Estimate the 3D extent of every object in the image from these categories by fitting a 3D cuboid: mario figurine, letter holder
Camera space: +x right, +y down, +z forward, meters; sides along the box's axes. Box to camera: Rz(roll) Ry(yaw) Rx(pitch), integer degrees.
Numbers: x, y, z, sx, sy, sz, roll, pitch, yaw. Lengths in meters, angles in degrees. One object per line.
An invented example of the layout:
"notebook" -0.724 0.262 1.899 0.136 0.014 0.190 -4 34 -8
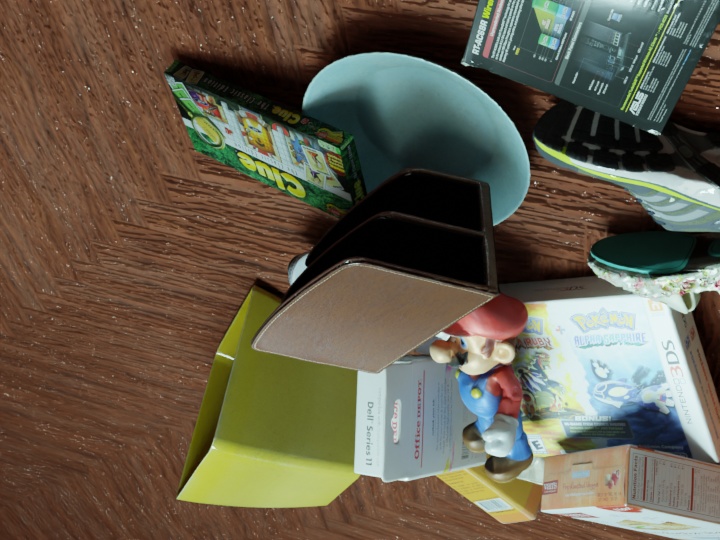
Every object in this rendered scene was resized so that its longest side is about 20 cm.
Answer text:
"mario figurine" 0.099 0.100 1.002 0.123 0.106 0.201 9 126 35
"letter holder" 0.000 0.000 0.908 0.141 0.101 0.200 11 152 -26

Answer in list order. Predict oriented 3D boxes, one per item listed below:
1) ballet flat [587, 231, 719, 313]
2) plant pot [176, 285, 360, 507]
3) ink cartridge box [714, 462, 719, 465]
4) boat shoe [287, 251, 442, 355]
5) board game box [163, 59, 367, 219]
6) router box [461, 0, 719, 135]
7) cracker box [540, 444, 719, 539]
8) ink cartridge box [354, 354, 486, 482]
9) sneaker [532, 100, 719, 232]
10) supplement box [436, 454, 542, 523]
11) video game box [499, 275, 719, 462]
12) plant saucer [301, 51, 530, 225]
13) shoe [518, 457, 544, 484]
"ballet flat" 0.278 0.004 0.864 0.199 0.076 0.064 -3 119 38
"plant pot" -0.088 0.169 1.252 0.175 0.201 0.200 19 148 -12
"ink cartridge box" 0.289 0.191 1.148 0.199 0.044 0.174 31 145 -7
"boat shoe" 0.019 0.030 1.093 0.198 0.072 0.068 18 -177 -12
"board game box" -0.082 -0.112 0.955 0.199 0.024 0.105 26 155 28
"router box" 0.159 -0.194 0.689 0.149 0.062 0.201 21 147 6
"cracker box" 0.288 0.214 1.018 0.198 0.058 0.134 16 161 -20
"ink cartridge box" 0.054 0.144 1.088 0.067 0.118 0.199 1 177 35
"sneaker" 0.223 -0.069 0.812 0.199 0.074 0.081 21 150 11
"supplement box" 0.126 0.217 1.273 0.200 0.067 0.069 40 148 -19
"video game box" 0.223 0.093 1.010 0.199 0.047 0.183 -6 114 39
"plant saucer" 0.049 -0.112 0.897 0.199 0.039 0.202 17 146 12
"shoe" 0.259 0.237 1.181 0.199 0.054 0.070 20 168 34
